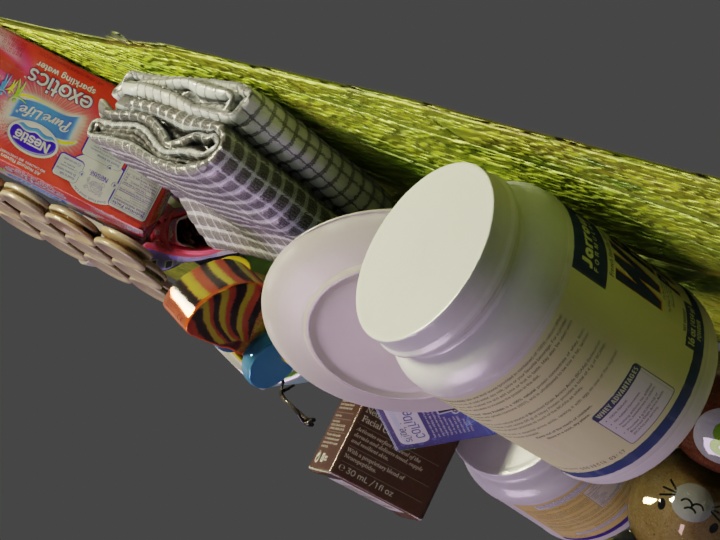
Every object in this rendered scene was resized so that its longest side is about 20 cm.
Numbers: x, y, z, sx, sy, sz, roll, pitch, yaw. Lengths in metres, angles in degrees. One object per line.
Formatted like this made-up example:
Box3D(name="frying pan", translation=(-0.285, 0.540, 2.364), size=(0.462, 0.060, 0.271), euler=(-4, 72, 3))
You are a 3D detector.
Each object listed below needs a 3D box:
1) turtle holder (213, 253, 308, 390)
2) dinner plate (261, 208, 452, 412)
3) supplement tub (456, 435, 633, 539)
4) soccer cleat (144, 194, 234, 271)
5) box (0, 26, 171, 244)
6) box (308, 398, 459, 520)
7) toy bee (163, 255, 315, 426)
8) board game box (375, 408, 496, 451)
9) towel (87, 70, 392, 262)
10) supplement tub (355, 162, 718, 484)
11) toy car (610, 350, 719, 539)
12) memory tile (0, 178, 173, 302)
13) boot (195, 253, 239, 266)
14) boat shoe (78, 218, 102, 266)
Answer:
Box3D(name="turtle holder", translation=(-0.062, 0.043, 1.541), size=(0.141, 0.132, 0.186), euler=(46, 179, -21))
Box3D(name="dinner plate", translation=(0.029, 0.038, 1.189), size=(0.199, 0.024, 0.201), euler=(3, 133, 3))
Box3D(name="supplement tub", translation=(0.182, 0.164, 1.622), size=(0.145, 0.146, 0.200), euler=(20, 169, 37))
Box3D(name="soccer cleat", translation=(-0.161, -0.035, 1.513), size=(0.199, 0.069, 0.073), euler=(-9, -177, 34))
Box3D(name="box", translation=(-0.245, -0.112, 1.423), size=(0.199, 0.100, 0.095), euler=(27, 171, -4))
Box3D(name="box", translation=(0.047, 0.110, 1.525), size=(0.100, 0.201, 0.075), euler=(28, 169, -14))
Box3D(name="toy bee", translation=(-0.066, 0.032, 1.337), size=(0.131, 0.109, 0.200), euler=(42, 179, 17))
Box3D(name="board game box", translation=(0.056, 0.045, 1.233), size=(0.135, 0.035, 0.200), euler=(-11, 132, 17))
Box3D(name="towel", translation=(-0.095, -0.072, 1.266), size=(0.165, 0.086, 0.200), euler=(34, 169, -36))
Box3D(name="supplement tub", translation=(0.110, 0.033, 1.082), size=(0.200, 0.146, 0.145), euler=(32, 170, -30))
Box3D(name="toy car", translation=(0.247, 0.166, 1.264), size=(0.164, 0.201, 0.158), euler=(24, 171, 12))
Box3D(name="memory tile", translation=(-0.251, -0.033, 1.494), size=(0.199, 0.017, 0.153), euler=(26, 168, 19))
Box3D(name="boot", translation=(-0.202, -0.077, 1.652), size=(0.131, 0.070, 0.200), euler=(21, 159, 50))
Box3D(name="boat shoe", translation=(-0.229, -0.038, 1.799), size=(0.092, 0.075, 0.200), euler=(11, 171, -24))
